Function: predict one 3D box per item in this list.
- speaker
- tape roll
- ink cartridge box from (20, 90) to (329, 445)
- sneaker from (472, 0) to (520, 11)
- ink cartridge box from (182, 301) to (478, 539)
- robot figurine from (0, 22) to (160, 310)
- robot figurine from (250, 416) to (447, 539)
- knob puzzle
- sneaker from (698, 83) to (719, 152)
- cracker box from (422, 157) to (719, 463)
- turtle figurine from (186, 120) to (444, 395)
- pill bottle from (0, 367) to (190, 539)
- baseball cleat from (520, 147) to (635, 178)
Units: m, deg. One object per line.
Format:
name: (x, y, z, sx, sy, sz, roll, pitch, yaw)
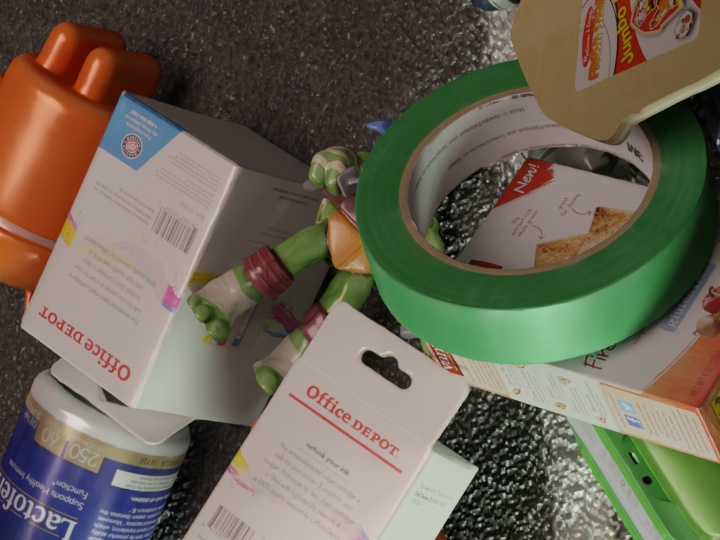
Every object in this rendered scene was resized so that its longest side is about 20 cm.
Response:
speaker: (0.187, 0.116, 1.603, 0.088, 0.088, 0.200, -46, 58, 26)
tape roll: (0.099, -0.037, 1.560, 0.200, 0.048, 0.200, -10, 45, 10)
ink cartridge box: (-0.119, 0.006, 1.843, 0.129, 0.125, 0.200, 34, 103, 39)
sneaker: (0.022, -0.216, 1.783, 0.146, 0.077, 0.202, -33, 54, 20)
ink cartridge box: (-0.013, 0.133, 1.648, 0.117, 0.067, 0.200, 34, 92, 31)
robot figurine: (-0.215, -0.073, 1.938, 0.144, 0.117, 0.200, 25, 104, -6)
robot figurine: (-0.006, 0.176, 1.737, 0.144, 0.117, 0.200, -37, 61, 9)
knob puzzle: (0.154, -0.159, 1.543, 0.220, 0.030, 0.220, -35, 47, 47)
sneaker: (0.214, -0.123, 1.568, 0.076, 0.077, 0.200, -28, 68, 25)
cracker box: (0.148, 0.019, 1.576, 0.200, 0.058, 0.134, 15, 60, 37)
turtle figurine: (0.000, 0.000, 1.720, 0.194, 0.144, 0.200, -41, 53, 6)
pill bottle: (-0.203, 0.177, 1.903, 0.116, 0.116, 0.200, 31, 105, 38)
baseball cleat: (0.159, -0.132, 1.668, 0.200, 0.070, 0.106, -49, 60, 24)
